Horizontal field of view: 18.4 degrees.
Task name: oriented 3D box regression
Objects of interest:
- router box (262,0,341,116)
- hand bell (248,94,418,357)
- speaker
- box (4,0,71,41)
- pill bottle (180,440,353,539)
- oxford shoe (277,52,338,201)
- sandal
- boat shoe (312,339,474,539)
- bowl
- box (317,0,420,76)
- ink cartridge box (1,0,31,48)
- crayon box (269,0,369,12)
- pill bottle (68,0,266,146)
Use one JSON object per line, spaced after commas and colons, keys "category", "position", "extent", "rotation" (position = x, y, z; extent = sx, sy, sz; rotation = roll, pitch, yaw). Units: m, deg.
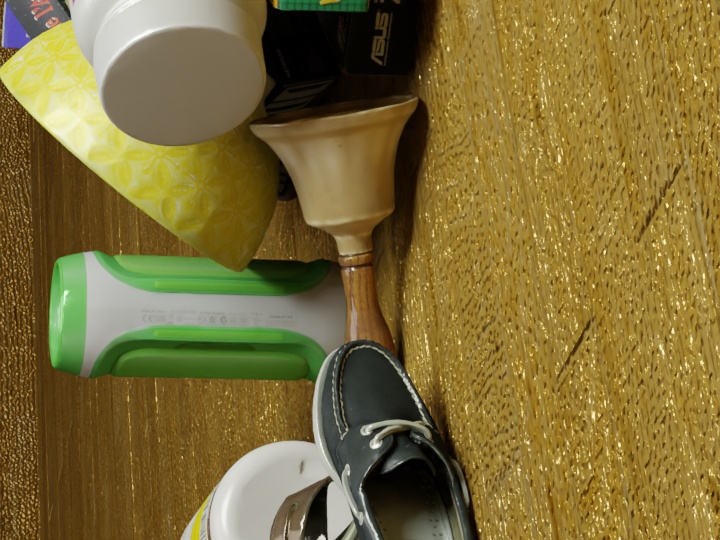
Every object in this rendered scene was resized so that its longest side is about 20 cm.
{"category": "router box", "position": [-0.107, -0.183, 1.517], "extent": [0.157, 0.052, 0.200], "rotation": [-37, 72, 51]}
{"category": "hand bell", "position": [0.000, 0.000, 1.354], "extent": [0.104, 0.104, 0.200], "rotation": [-157, 57, -75]}
{"category": "speaker", "position": [-0.101, 0.031, 1.460], "extent": [0.088, 0.200, 0.089], "rotation": [-178, 90, -76]}
{"category": "box", "position": [-0.183, -0.177, 1.599], "extent": [0.200, 0.038, 0.137], "rotation": [56, -152, -11]}
{"category": "pill bottle", "position": [-0.061, 0.188, 1.468], "extent": [0.200, 0.109, 0.109], "rotation": [126, 144, -67]}
{"category": "oxford shoe", "position": [-0.052, -0.099, 1.600], "extent": [0.084, 0.073, 0.200], "rotation": [63, 156, 8]}
{"category": "sandal", "position": [-0.033, 0.167, 1.313], "extent": [0.201, 0.057, 0.080], "rotation": [-53, -3, 14]}
{"category": "boat shoe", "position": [0.025, 0.117, 1.219], "extent": [0.060, 0.076, 0.200], "rotation": [112, 145, -56]}
{"category": "bowl", "position": [-0.117, -0.102, 1.403], "extent": [0.108, 0.200, 0.200], "rotation": [-49, 20, 4]}
{"category": "box", "position": [0.008, -0.243, 1.377], "extent": [0.161, 0.049, 0.200], "rotation": [-108, 22, -58]}
{"category": "ink cartridge box", "position": [-0.207, -0.280, 1.946], "extent": [0.043, 0.200, 0.198], "rotation": [-127, 41, -65]}
{"category": "crayon box", "position": [-0.039, -0.239, 1.342], "extent": [0.200, 0.058, 0.119], "rotation": [-122, 34, -64]}
{"category": "pill bottle", "position": [-0.116, -0.176, 1.303], "extent": [0.113, 0.113, 0.200], "rotation": [106, 157, -45]}
